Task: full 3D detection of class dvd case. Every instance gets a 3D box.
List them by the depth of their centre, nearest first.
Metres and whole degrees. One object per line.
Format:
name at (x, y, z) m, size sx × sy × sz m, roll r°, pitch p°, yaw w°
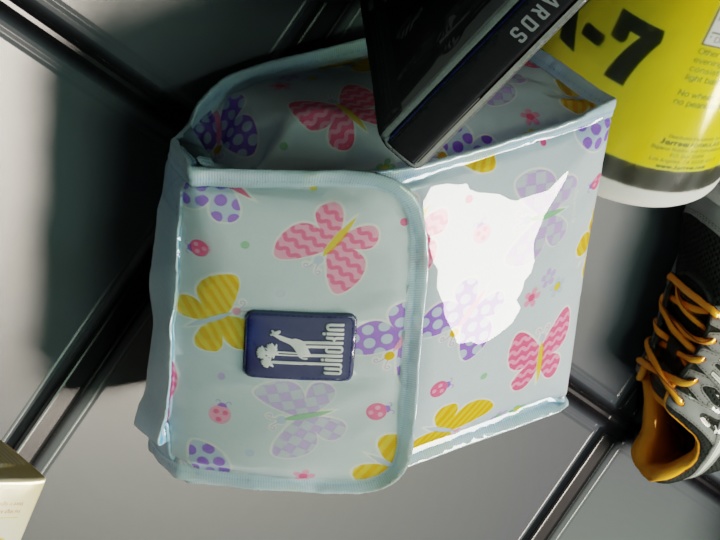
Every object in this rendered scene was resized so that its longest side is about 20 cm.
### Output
dvd case at (0.077, -0.146, 1.109) m, size 0.025 × 0.150 × 0.200 m, roll 39°, pitch 109°, yaw -20°

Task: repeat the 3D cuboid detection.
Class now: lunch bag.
lunch bag at (0.000, 0.000, 1.205) m, size 0.199 × 0.127 × 0.170 m, roll -15°, pitch 128°, yaw -32°

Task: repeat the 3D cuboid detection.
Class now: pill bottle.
pill bottle at (0.145, -0.138, 1.235) m, size 0.114 × 0.114 × 0.200 m, roll -14°, pitch 138°, yaw -41°

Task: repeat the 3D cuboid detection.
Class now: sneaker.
sneaker at (0.184, 0.040, 1.479) m, size 0.077 × 0.078 × 0.201 m, roll -24°, pitch 133°, yaw -21°

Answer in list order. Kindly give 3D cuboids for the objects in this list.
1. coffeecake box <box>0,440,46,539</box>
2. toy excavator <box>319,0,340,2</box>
coffeecake box at (-0.235, 0.150, 1.102) m, size 0.153 × 0.073 × 0.201 m, roll 6°, pitch 113°, yaw -50°
toy excavator at (0.024, -0.206, 1.092) m, size 0.194 × 0.100 × 0.201 m, roll 11°, pitch 84°, yaw -32°
